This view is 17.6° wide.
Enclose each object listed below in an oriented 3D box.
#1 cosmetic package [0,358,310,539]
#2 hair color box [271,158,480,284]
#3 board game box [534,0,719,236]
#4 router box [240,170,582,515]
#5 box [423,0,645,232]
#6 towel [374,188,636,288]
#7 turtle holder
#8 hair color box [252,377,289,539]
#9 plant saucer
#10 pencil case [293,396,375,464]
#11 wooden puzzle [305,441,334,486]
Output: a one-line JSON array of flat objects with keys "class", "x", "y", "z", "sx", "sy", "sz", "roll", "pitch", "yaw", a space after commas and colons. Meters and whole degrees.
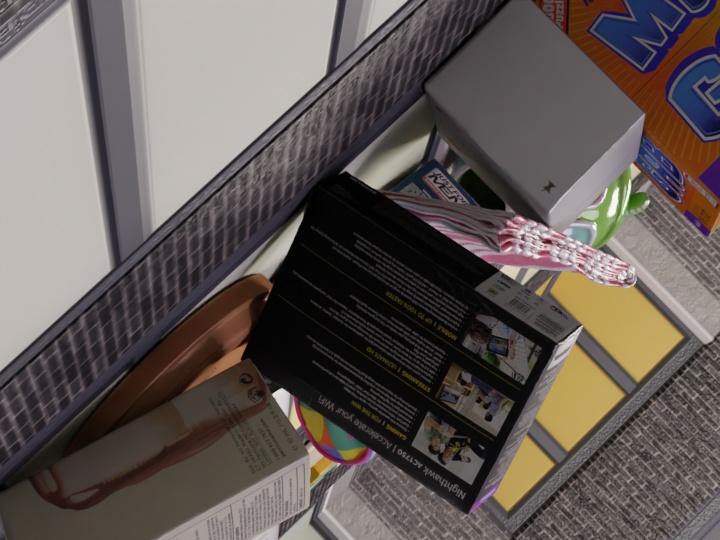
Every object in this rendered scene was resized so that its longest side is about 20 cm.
[{"class": "cosmetic package", "x": -0.139, "y": 0.156, "z": 1.578, "sx": 0.199, "sy": 0.088, "sz": 0.104, "roll": -28, "pitch": 158, "yaw": -16}, {"class": "hair color box", "x": 0.000, "y": 0.000, "z": 1.788, "sx": 0.200, "sy": 0.061, "sz": 0.100, "roll": -37, "pitch": 171, "yaw": -47}, {"class": "board game box", "x": 0.264, "y": -0.175, "z": 1.736, "sx": 0.200, "sy": 0.200, "sz": 0.200, "roll": -44, "pitch": 172, "yaw": 0}, {"class": "router box", "x": 0.031, "y": 0.049, "z": 1.588, "sx": 0.051, "sy": 0.199, "sz": 0.150, "roll": -30, "pitch": 150, "yaw": -59}, {"class": "box", "x": 0.125, "y": -0.104, "z": 1.665, "sx": 0.097, "sy": 0.124, "sz": 0.200, "roll": -45, "pitch": 173, "yaw": 0}, {"class": "towel", "x": 0.095, "y": -0.019, "z": 1.701, "sx": 0.200, "sy": 0.146, "sz": 0.030, "roll": 20, "pitch": 83, "yaw": -54}, {"class": "turtle holder", "x": 0.131, "y": -0.072, "z": 1.925, "sx": 0.131, "sy": 0.142, "sz": 0.185, "roll": -20, "pitch": -161, "yaw": -36}, {"class": "hair color box", "x": -0.108, "y": 0.188, "z": 1.840, "sx": 0.101, "sy": 0.061, "sz": 0.202, "roll": -28, "pitch": 127, "yaw": -64}, {"class": "plant saucer", "x": -0.130, "y": 0.084, "z": 1.659, "sx": 0.200, "sy": 0.032, "sz": 0.200, "roll": -45, "pitch": 173, "yaw": -7}, {"class": "pencil case", "x": 0.036, "y": 0.069, "z": 1.820, "sx": 0.200, "sy": 0.088, "sz": 0.088, "roll": -39, "pitch": 171, "yaw": -35}, {"class": "wooden puzzle", "x": -0.045, "y": 0.233, "z": 2.873, "sx": 0.185, "sy": 0.037, "sz": 0.200, "roll": -38, "pitch": 170, "yaw": -39}]
